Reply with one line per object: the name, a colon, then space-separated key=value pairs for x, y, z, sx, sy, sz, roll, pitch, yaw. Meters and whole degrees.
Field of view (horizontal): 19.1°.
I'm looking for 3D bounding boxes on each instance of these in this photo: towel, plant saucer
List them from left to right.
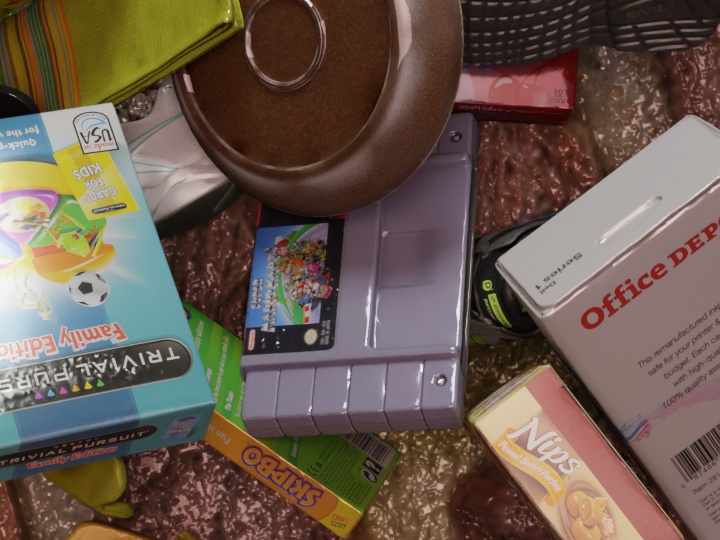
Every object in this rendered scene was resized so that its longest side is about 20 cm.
towel: x=-0.150 y=-0.138 z=1.240 sx=0.200 sy=0.018 sz=0.086 roll=-25 pitch=73 yaw=36
plant saucer: x=-0.035 y=-0.129 z=1.193 sx=0.200 sy=0.032 sz=0.200 roll=4 pitch=98 yaw=34

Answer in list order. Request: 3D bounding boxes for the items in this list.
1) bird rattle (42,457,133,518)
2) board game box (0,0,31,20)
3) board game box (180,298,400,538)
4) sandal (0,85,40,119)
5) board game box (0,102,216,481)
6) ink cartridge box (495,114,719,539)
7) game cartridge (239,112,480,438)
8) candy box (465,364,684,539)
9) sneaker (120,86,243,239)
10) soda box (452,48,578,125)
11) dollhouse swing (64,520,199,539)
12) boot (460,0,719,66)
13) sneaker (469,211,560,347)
bird rattle: x=-0.230 y=0.087 z=1.233 sx=0.200 sy=0.163 sz=0.113 roll=-3 pitch=70 yaw=-7
board game box: x=-0.233 y=-0.196 z=1.248 sx=0.200 sy=0.048 sz=0.102 roll=-27 pitch=88 yaw=28
board game box: x=-0.073 y=0.074 z=1.252 sx=0.200 sy=0.096 sz=0.030 roll=37 pitch=112 yaw=2
sandal: x=-0.275 y=-0.048 z=1.265 sx=0.200 sy=0.045 sz=0.075 roll=-21 pitch=109 yaw=14
board game box: x=-0.182 y=0.011 z=1.167 sx=0.151 sy=0.047 sz=0.200 roll=-11 pitch=63 yaw=-21
ink cartridge box: x=0.192 y=0.035 z=1.209 sx=0.145 sy=0.084 sz=0.200 roll=-37 pitch=118 yaw=0
game cartridge: x=0.000 y=0.000 z=1.228 sx=0.130 sy=0.038 sz=0.200 roll=-2 pitch=58 yaw=11
candy box: x=0.114 y=0.113 z=1.194 sx=0.055 sy=0.200 sz=0.115 roll=-38 pitch=87 yaw=0
sneaker: x=-0.165 y=-0.036 z=1.278 sx=0.200 sy=0.070 sz=0.080 roll=-31 pitch=80 yaw=-6
soda box: x=0.028 y=-0.126 z=1.269 sx=0.200 sy=0.070 sz=0.063 roll=3 pitch=85 yaw=2
dollhouse swing: x=-0.217 y=0.172 z=1.202 sx=0.176 sy=0.200 sz=0.182 roll=41 pitch=90 yaw=3
boot: x=0.109 y=-0.179 z=1.228 sx=0.200 sy=0.131 sz=0.068 roll=2 pitch=128 yaw=0
sneaker: x=0.066 y=0.012 z=1.256 sx=0.200 sy=0.083 sz=0.071 roll=-21 pitch=92 yaw=2
